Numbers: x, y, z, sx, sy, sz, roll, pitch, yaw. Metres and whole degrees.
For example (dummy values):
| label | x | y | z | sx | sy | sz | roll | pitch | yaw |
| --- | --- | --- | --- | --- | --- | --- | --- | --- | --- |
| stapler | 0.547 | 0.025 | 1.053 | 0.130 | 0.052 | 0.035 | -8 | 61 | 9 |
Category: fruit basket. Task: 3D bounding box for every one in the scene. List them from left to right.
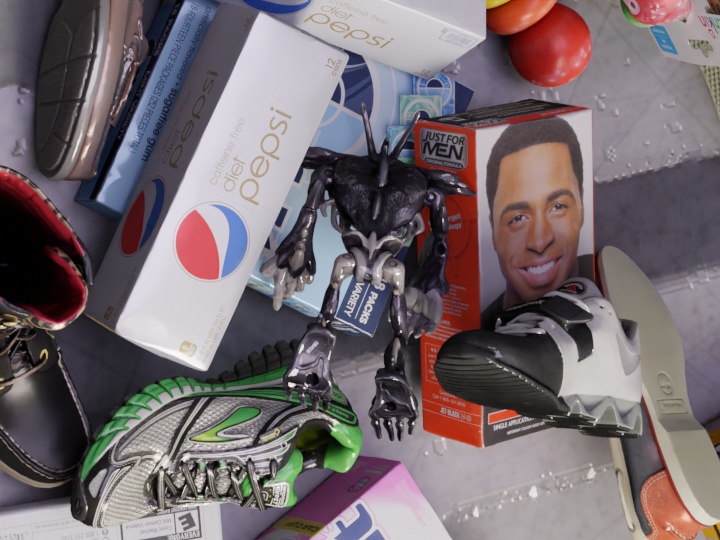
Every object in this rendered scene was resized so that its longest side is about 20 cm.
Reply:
| label | x | y | z | sx | sy | sz | roll | pitch | yaw |
| --- | --- | --- | --- | --- | --- | --- | --- | --- | --- |
| fruit basket | 0.168 | -0.208 | 1.564 | 0.094 | 0.185 | 0.200 | -28 | 105 | -8 |

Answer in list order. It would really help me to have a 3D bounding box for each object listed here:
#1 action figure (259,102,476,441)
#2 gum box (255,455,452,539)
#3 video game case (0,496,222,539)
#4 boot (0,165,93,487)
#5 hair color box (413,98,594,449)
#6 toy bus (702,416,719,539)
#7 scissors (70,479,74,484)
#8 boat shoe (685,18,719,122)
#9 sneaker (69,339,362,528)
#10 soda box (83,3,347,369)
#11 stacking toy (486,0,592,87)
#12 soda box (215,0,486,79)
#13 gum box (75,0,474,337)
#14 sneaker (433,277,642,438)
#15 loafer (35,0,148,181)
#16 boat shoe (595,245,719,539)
| label | x | y | z | sx | sy | sz | roll | pitch | yaw |
| --- | --- | --- | --- | --- | --- | --- | --- | --- | --- |
| action figure | 0.000 | 0.000 | 1.480 | 0.119 | 0.102 | 0.200 | 14 | 52 | -6 |
| gum box | 0.022 | 0.228 | 1.556 | 0.113 | 0.066 | 0.200 | -39 | 106 | -21 |
| video game case | -0.172 | 0.225 | 1.481 | 0.200 | 0.022 | 0.183 | -7 | 97 | -25 |
| boot | -0.194 | 0.029 | 1.398 | 0.073 | 0.151 | 0.200 | -31 | 97 | -28 |
| hair color box | 0.091 | 0.000 | 1.564 | 0.101 | 0.061 | 0.200 | -13 | 106 | -37 |
| toy bus | 0.294 | 0.110 | 1.680 | 0.200 | 0.078 | 0.065 | -30 | 104 | -23 |
| scissors | -0.188 | 0.107 | 1.483 | 0.200 | 0.014 | 0.073 | 17 | 85 | -26 |
| boat shoe | 0.265 | -0.133 | 1.669 | 0.062 | 0.075 | 0.200 | -28 | 97 | -16 |
| sneaker | -0.082 | 0.105 | 1.467 | 0.200 | 0.085 | 0.078 | -21 | 144 | -34 |
| soda box | -0.084 | -0.049 | 1.441 | 0.064 | 0.068 | 0.200 | 24 | 89 | -25 |
| stacking toy | 0.083 | -0.201 | 1.581 | 0.085 | 0.085 | 0.200 | -46 | 113 | -18 |
| soda box | -0.021 | -0.183 | 1.490 | 0.200 | 0.064 | 0.068 | 18 | 60 | -29 |
| gum box | -0.050 | -0.077 | 1.532 | 0.200 | 0.045 | 0.170 | 26 | 80 | -23 |
| sneaker | 0.108 | 0.043 | 1.500 | 0.200 | 0.074 | 0.089 | 20 | 76 | -57 |
| loafer | -0.144 | -0.148 | 1.475 | 0.063 | 0.072 | 0.200 | 10 | 83 | -33 |
| boat shoe | 0.176 | 0.082 | 1.615 | 0.071 | 0.063 | 0.200 | 5 | 60 | -47 |
